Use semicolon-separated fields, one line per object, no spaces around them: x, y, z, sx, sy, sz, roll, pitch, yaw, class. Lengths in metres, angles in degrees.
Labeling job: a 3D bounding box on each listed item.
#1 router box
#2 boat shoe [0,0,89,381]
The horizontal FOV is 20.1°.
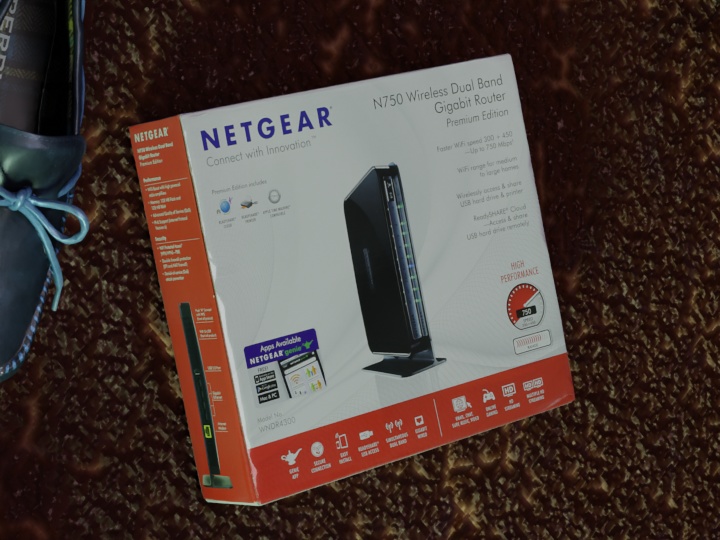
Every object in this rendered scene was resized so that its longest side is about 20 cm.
0.000;0.000;0.973;0.200;0.049;0.180;-15;96;-35;router box
-0.155;-0.053;0.852;0.084;0.069;0.201;2;86;-36;boat shoe
